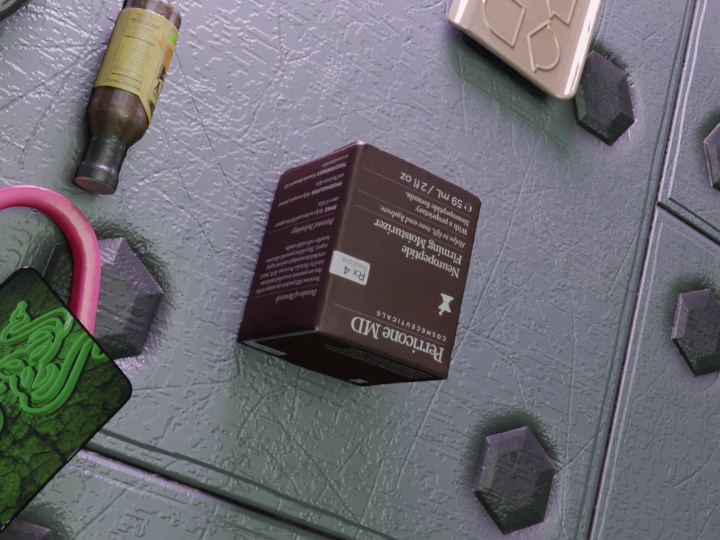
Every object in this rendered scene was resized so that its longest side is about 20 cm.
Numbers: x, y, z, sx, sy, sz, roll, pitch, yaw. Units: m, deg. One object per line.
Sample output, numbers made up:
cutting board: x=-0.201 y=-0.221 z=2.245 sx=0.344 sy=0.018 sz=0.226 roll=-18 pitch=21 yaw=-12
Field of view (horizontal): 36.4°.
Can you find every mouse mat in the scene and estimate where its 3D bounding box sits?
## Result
mouse mat: x=-0.309 y=0.114 z=0.958 sx=0.161 sy=0.008 sz=0.200 roll=54 pitch=52 yaw=-18

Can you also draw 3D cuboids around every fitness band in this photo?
fitness band: x=-0.311 y=0.021 z=1.001 sx=0.144 sy=0.037 sz=0.200 roll=12 pitch=77 yaw=-32

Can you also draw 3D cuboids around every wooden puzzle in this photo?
wooden puzzle: x=0.209 y=-0.336 z=1.408 sx=0.200 sy=0.046 sz=0.185 roll=28 pitch=67 yaw=-23

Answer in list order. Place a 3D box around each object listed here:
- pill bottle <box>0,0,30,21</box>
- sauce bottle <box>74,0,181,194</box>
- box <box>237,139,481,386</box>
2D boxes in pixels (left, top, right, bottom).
pill bottle: x=-0.340 y=-0.284 z=0.982 sx=0.114 sy=0.114 sz=0.200 roll=52 pitch=59 yaw=-16
sauce bottle: x=-0.231 y=-0.171 z=1.071 sx=0.065 sy=0.065 sz=0.200 roll=24 pitch=71 yaw=-29
box: x=0.000 y=0.000 z=1.136 sx=0.166 sy=0.164 sz=0.200 roll=22 pitch=71 yaw=-30
